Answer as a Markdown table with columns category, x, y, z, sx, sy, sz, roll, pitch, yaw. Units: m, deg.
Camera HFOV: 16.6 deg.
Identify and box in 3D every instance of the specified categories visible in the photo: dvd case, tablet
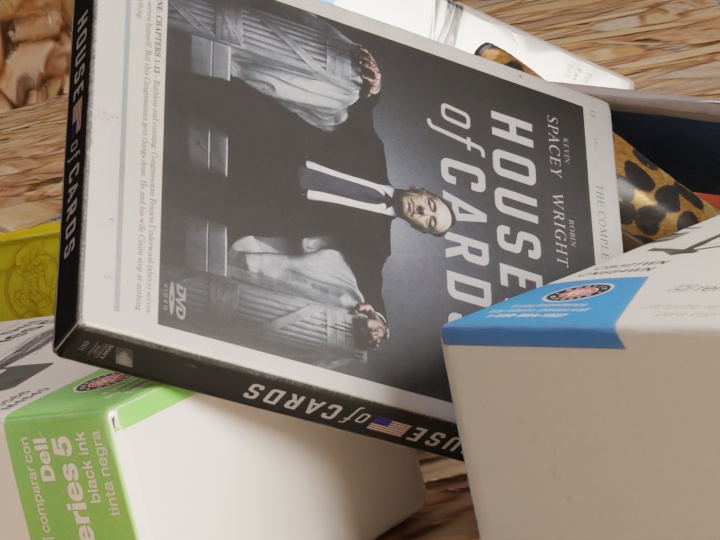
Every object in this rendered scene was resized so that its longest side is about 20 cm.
| category | x | y | z | sx | sy | sz | roll | pitch | yaw |
| --- | --- | --- | --- | --- | --- | --- | --- | --- | --- |
| dvd case | -0.001 | -0.017 | 0.793 | 0.199 | 0.151 | 0.025 | 16 | -36 | -25 |
| tablet | 0.100 | -0.058 | 1.040 | 0.199 | 0.014 | 0.130 | 10 | -9 | 38 |

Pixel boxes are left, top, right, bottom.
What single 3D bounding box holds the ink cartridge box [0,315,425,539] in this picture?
| category | x | y | z | sx | sy | sz | roll | pitch | yaw |
| --- | --- | --- | --- | --- | --- | --- | --- | --- | --- |
| ink cartridge box | -0.103 | 0.069 | 0.836 | 0.199 | 0.084 | 0.145 | -7 | 11 | 36 |

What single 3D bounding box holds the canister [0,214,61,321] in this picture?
| category | x | y | z | sx | sy | sz | roll | pitch | yaw |
| --- | --- | --- | --- | --- | --- | --- | --- | --- | --- |
| canister | -0.109 | 0.004 | 1.235 | 0.148 | 0.087 | 0.200 | -9 | 9 | 23 |

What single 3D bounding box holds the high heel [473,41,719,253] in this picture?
| category | x | y | z | sx | sy | sz | roll | pitch | yaw |
| --- | --- | --- | --- | --- | --- | --- | --- | --- | --- |
| high heel | 0.132 | -0.037 | 0.935 | 0.199 | 0.143 | 0.071 | -18 | 1 | -25 |

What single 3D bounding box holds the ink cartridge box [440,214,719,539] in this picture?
| category | x | y | z | sx | sy | sz | roll | pitch | yaw |
| --- | --- | --- | --- | --- | --- | --- | --- | --- | --- |
| ink cartridge box | 0.147 | 0.026 | 0.732 | 0.199 | 0.085 | 0.146 | -22 | 13 | -39 |

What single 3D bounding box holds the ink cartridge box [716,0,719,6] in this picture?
| category | x | y | z | sx | sy | sz | roll | pitch | yaw |
| --- | --- | --- | --- | --- | --- | --- | --- | --- | --- |
| ink cartridge box | 0.211 | -0.077 | 0.818 | 0.145 | 0.084 | 0.200 | 16 | -19 | 33 |

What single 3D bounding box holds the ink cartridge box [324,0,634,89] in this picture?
| category | x | y | z | sx | sy | sz | roll | pitch | yaw |
| --- | --- | --- | --- | --- | --- | --- | --- | --- | --- |
| ink cartridge box | 0.017 | -0.090 | 1.246 | 0.199 | 0.086 | 0.146 | 24 | -8 | -9 |

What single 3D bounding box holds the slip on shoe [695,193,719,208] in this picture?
| category | x | y | z | sx | sy | sz | roll | pitch | yaw |
| --- | --- | --- | --- | --- | --- | --- | --- | --- | --- |
| slip on shoe | 0.135 | -0.024 | 1.146 | 0.199 | 0.074 | 0.061 | -7 | 44 | 4 |
